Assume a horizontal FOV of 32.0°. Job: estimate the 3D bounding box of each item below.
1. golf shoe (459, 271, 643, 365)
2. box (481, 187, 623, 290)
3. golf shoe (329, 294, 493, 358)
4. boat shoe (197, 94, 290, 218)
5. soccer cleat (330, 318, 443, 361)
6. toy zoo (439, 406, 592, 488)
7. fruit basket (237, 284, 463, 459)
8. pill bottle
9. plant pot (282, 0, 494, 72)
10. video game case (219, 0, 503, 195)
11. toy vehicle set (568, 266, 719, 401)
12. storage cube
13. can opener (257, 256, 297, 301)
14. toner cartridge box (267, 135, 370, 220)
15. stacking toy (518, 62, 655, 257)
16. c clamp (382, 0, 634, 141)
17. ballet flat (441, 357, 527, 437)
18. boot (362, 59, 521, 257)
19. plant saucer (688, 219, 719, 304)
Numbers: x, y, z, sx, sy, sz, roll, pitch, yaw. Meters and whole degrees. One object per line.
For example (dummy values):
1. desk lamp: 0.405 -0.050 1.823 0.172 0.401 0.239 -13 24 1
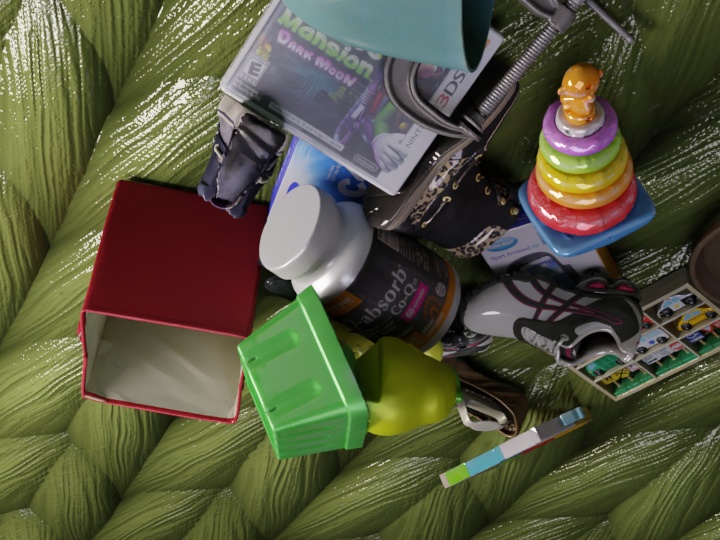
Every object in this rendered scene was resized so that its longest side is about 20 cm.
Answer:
1. golf shoe: 0.202 0.054 1.344 0.197 0.089 0.078 -3 139 12
2. box: 0.205 -0.014 1.371 0.118 0.042 0.200 -16 137 24
3. golf shoe: 0.058 0.077 1.471 0.197 0.078 0.088 1 155 15
4. boat shoe: -0.118 -0.106 1.180 0.074 0.200 0.093 30 94 -9
5. soccer cleat: -0.008 0.087 1.391 0.197 0.084 0.066 8 102 15
6. toy zoo: 0.209 0.220 1.597 0.199 0.021 0.130 -34 165 37
7. fruit basket: -0.008 0.104 1.248 0.213 0.157 0.216 -24 165 -7
8. pill bottle: 0.000 0.000 1.289 0.199 0.118 0.116 31 134 -33
9. plant pot: 0.021 -0.265 0.993 0.159 0.202 0.202 7 141 13
10. video game case: 0.002 -0.190 1.139 0.199 0.023 0.183 30 106 -21
11. toy vehicle set: 0.338 0.078 1.470 0.124 0.027 0.199 33 133 -28
12. storage cube: -0.198 0.036 1.368 0.197 0.182 0.172 9 141 -5
13. can opener: -0.053 0.018 1.370 0.078 0.064 0.200 -33 163 15
14. toner cartridge box: -0.024 -0.115 1.279 0.094 0.044 0.201 16 139 -9
15. stacking toy: 0.205 -0.120 1.171 0.115 0.110 0.201 -23 143 -5
16. c clamp: 0.125 -0.194 1.127 0.200 0.027 0.171 -44 112 11
17. ballet flat: 0.124 0.155 1.551 0.198 0.073 0.068 28 134 -23
18. boot: 0.110 -0.102 1.249 0.150 0.073 0.201 25 109 -46
19. plant saucer: 0.448 -0.017 1.329 0.197 0.030 0.201 4 148 3
